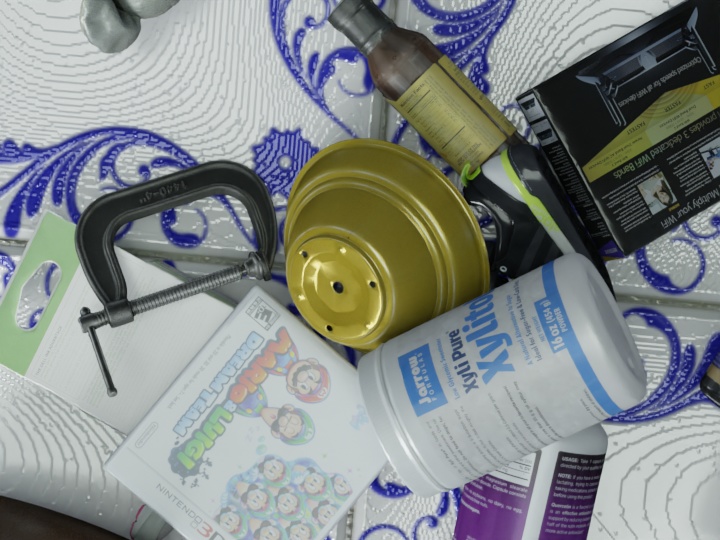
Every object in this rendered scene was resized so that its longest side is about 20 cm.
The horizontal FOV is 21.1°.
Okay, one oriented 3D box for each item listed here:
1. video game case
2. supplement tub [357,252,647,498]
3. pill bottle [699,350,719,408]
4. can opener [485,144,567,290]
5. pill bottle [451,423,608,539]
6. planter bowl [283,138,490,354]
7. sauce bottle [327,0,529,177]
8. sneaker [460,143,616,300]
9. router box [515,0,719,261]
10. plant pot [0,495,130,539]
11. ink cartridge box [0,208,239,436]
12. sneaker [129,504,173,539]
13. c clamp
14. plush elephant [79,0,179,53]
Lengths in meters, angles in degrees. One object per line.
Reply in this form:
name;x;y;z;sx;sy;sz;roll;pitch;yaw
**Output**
video game case;-0.082;0.146;1.613;0.182;0.024;0.200;40;88;-2
supplement tub;0.113;0.083;1.523;0.199;0.132;0.132;-27;93;14
pill bottle;0.379;0.045;1.600;0.112;0.112;0.201;33;96;0
can opener;0.134;-0.045;1.637;0.066;0.053;0.201;16;95;1
pill bottle;0.143;0.184;1.627;0.112;0.112;0.201;13;96;2
planter bowl;0.000;0.000;1.586;0.199;0.083;0.201;16;121;28
sauce bottle;0.055;-0.155;1.627;0.065;0.065;0.200;-43;90;6
sneaker;0.146;-0.013;1.590;0.082;0.072;0.201;-27;106;14
router box;0.252;-0.124;1.594;0.199;0.052;0.158;-29;93;-13
plant pot;-0.290;0.275;1.644;0.199;0.187;0.188;30;96;15
ink cartridge box;-0.211;0.054;1.671;0.199;0.048;0.146;28;96;7
sneaker;-0.109;0.184;1.658;0.200;0.081;0.088;-37;90;7
c clamp;-0.155;-0.003;1.634;0.199;0.027;0.171;-24;69;-12
plush elephant;-0.193;-0.277;1.591;0.164;0.200;0.155;-28;111;-2
